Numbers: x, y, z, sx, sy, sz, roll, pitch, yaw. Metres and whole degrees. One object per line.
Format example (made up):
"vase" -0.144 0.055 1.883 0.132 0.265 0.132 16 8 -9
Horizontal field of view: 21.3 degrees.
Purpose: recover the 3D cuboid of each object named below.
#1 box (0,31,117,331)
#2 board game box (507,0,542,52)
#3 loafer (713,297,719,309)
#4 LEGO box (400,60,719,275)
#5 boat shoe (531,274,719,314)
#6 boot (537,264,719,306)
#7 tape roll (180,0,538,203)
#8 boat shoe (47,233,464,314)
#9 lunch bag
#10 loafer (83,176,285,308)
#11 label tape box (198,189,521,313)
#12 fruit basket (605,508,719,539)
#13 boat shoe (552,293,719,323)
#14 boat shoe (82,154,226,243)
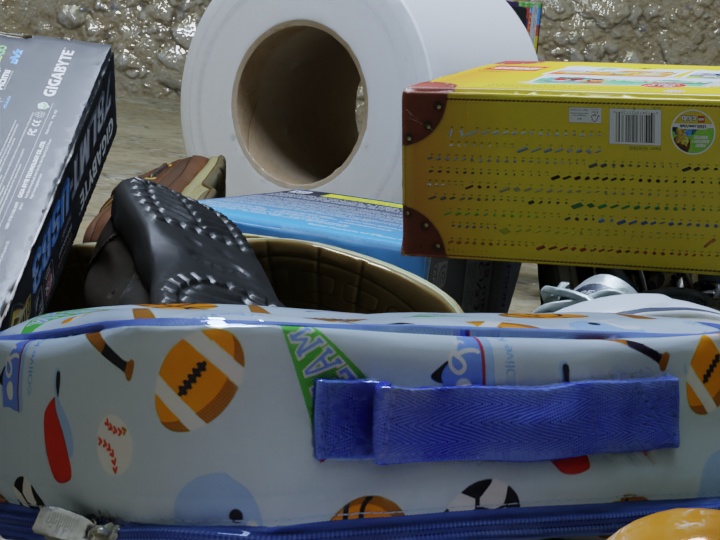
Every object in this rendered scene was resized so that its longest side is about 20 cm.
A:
"box" -0.212 -0.029 0.744 0.198 0.050 0.200 6 40 4
"board game box" 0.164 -0.286 2.691 0.165 0.200 0.057 7 10 5
"loafer" 0.252 0.038 0.882 0.200 0.070 0.070 9 17 24
"LEGO box" 0.135 -0.049 0.862 0.200 0.077 0.149 4 12 22
"boat shoe" 0.088 0.036 0.756 0.070 0.072 0.201 11 9 31
"boot" 0.171 0.002 0.988 0.153 0.074 0.204 -3 2 10
"tape roll" 0.001 -0.106 1.252 0.202 0.203 0.139 11 9 34
"boat shoe" -0.041 0.015 0.805 0.200 0.074 0.066 9 14 22
"lunch bag" -0.001 0.046 0.524 0.200 0.076 0.160 0 -2 -33
"loafer" -0.061 0.035 0.693 0.073 0.071 0.200 23 16 -21
"label tape box" 0.000 0.000 0.984 0.143 0.066 0.200 10 7 21
"fruit basket" 0.047 0.092 0.355 0.200 0.094 0.185 -9 5 7
"boat shoe" 0.147 0.061 0.661 0.202 0.075 0.086 13 7 -24
"boat shoe" -0.113 -0.030 1.079 0.067 0.072 0.200 8 10 -1
